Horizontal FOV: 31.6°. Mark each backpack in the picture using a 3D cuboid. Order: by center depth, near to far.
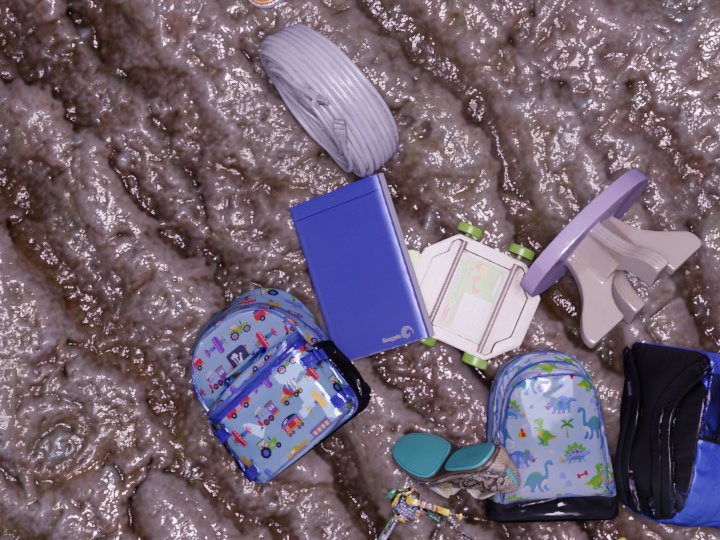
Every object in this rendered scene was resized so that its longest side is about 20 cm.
[{"bbox_3d":[0.394,0.197,1.471,0.167,0.162,0.201,13,86,-19],"label":"backpack"},{"bbox_3d":[-0.110,0.125,1.491,0.182,0.135,0.200,-37,84,8],"label":"backpack"},{"bbox_3d":[0.220,0.192,1.494,0.162,0.154,0.201,-2,77,6],"label":"backpack"}]

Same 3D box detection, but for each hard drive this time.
[{"bbox_3d":[0.000,0.000,1.523,0.132,0.025,0.201,-19,87,30],"label":"hard drive"}]

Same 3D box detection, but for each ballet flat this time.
[{"bbox_3d":[0.112,0.234,1.476,0.068,0.200,0.075,-48,112,-26],"label":"ballet flat"}]

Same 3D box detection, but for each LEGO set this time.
[{"bbox_3d":[0.086,0.354,1.491,0.200,0.116,0.154,41,89,2],"label":"LEGO set"}]

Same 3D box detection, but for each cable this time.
[{"bbox_3d":[-0.038,-0.199,1.475,0.069,0.200,0.200,-40,61,-5],"label":"cable"}]

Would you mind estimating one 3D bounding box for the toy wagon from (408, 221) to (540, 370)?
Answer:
[{"bbox_3d":[0.115,0.021,1.543,0.199,0.040,0.156,24,88,2],"label":"toy wagon"}]

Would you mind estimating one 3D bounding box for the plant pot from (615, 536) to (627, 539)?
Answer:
[{"bbox_3d":[0.289,0.431,1.454,0.199,0.181,0.200,-34,88,0],"label":"plant pot"}]

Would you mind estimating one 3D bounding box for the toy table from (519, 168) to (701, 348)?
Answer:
[{"bbox_3d":[0.295,-0.013,1.481,0.200,0.184,0.117,-44,74,-2],"label":"toy table"}]

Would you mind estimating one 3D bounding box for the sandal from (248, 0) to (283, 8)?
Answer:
[{"bbox_3d":[-0.065,-0.406,1.550,0.079,0.059,0.207,38,89,2],"label":"sandal"}]
